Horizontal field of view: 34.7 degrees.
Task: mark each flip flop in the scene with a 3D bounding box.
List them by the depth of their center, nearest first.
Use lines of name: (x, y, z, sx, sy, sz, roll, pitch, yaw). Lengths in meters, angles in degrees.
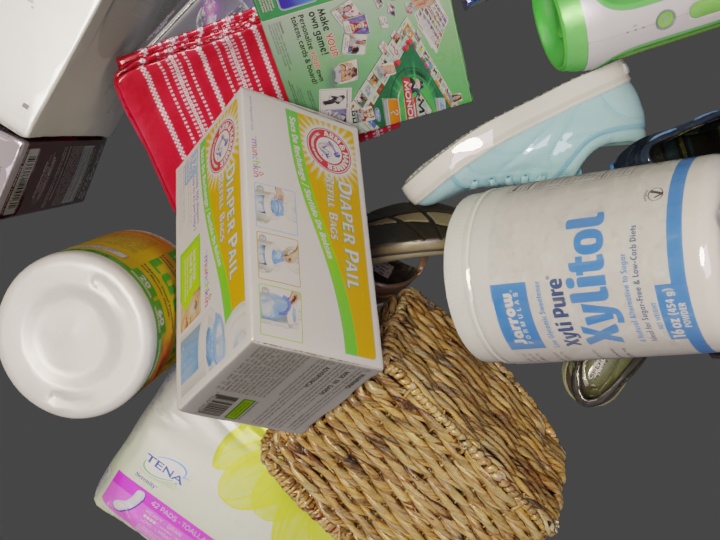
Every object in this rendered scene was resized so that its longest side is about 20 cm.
flip flop: (0.000, 0.000, 0.909, 0.197, 0.081, 0.058, -21, 113, 11)

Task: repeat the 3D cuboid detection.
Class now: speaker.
speaker: (0.231, -0.212, 0.855, 0.197, 0.088, 0.090, -18, 96, -3)

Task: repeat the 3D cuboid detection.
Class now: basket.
basket: (0.044, 0.134, 0.892, 0.200, 0.143, 0.149, 44, 117, -10)

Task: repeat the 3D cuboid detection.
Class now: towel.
towel: (-0.073, -0.129, 0.871, 0.197, 0.023, 0.146, -22, 133, -5)

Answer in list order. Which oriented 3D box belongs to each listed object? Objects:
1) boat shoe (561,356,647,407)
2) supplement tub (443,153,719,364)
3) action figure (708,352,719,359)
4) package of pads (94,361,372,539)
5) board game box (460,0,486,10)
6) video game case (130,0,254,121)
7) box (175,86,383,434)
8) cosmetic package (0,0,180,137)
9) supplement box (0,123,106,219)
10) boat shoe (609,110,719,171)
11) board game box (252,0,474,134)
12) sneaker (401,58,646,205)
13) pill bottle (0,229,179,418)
boat shoe: (0.218, 0.017, 0.901, 0.071, 0.066, 0.204, 25, 97, 3)
supplement tub: (0.172, -0.004, 0.815, 0.197, 0.131, 0.134, -8, 97, 33)
action figure: (0.318, 0.066, 0.882, 0.117, 0.102, 0.204, -18, 97, -16)
package of pads: (-0.095, 0.172, 0.935, 0.199, 0.068, 0.156, 35, 98, -2)
board game box: (0.105, -0.321, 0.878, 0.132, 0.045, 0.203, -21, 95, 5)
video game case: (-0.061, -0.184, 0.875, 0.200, 0.019, 0.143, -44, 130, 7)
box: (-0.062, -0.007, 0.807, 0.100, 0.203, 0.112, 15, 143, -31)
cosmetic package: (-0.208, -0.212, 0.829, 0.122, 0.200, 0.201, 31, 97, 1)
supplement box: (-0.269, -0.092, 0.845, 0.107, 0.200, 0.062, 26, 98, -1)
boat shoe: (0.288, -0.085, 0.863, 0.197, 0.069, 0.085, -20, 80, -13)
board game box: (-0.003, -0.183, 0.802, 0.132, 0.029, 0.202, -15, 135, 4)
sneaker: (0.131, -0.085, 0.890, 0.198, 0.074, 0.083, -27, 90, 6)
pill bottle: (-0.178, 0.030, 0.853, 0.109, 0.200, 0.113, 1, 99, 6)
